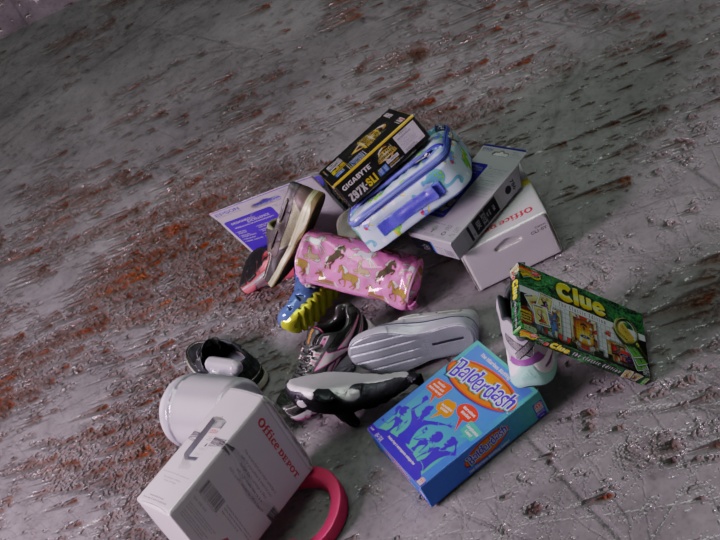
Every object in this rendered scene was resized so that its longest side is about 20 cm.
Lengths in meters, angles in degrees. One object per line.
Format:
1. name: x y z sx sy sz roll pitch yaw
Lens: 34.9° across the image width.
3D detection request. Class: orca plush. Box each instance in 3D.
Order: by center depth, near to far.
1. orca plush: -0.005 0.183 1.627 0.197 0.072 0.105 -10 17 2

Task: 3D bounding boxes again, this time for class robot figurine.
1. robot figurine: -0.219 0.213 1.698 0.198 0.113 0.172 2 71 37

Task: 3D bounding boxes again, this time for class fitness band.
1. fitness band: -0.110 0.333 1.541 0.198 0.038 0.145 -13 36 23

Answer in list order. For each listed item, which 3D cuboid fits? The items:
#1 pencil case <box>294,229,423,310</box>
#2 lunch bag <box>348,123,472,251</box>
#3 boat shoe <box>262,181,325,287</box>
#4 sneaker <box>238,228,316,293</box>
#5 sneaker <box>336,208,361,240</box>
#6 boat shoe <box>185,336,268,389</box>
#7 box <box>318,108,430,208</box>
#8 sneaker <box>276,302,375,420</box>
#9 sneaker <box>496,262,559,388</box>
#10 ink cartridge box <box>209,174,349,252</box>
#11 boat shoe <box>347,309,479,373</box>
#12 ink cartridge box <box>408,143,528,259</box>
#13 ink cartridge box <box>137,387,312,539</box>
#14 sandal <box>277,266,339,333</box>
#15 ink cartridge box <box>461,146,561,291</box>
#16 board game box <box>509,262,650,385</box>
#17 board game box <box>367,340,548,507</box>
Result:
1. pencil case: 0.000 0.000 1.754 0.197 0.088 0.083 13 25 11
2. lunch bag: 0.075 -0.124 1.713 0.199 0.083 0.161 -36 17 21
3. boat shoe: -0.116 -0.060 1.803 0.066 0.202 0.072 35 40 7
4. sneaker: -0.131 -0.007 1.940 0.200 0.086 0.074 -37 31 36
5. sneaker: 0.055 -0.101 1.873 0.199 0.084 0.076 -28 65 33
6. boat shoe: -0.227 0.139 1.833 0.074 0.066 0.199 -44 37 -17
7. box: 0.017 -0.175 1.754 0.160 0.049 0.200 -43 13 2
8. sneaker: -0.063 0.127 1.707 0.080 0.087 0.200 11 54 46
9. sneaker: 0.222 0.051 1.507 0.077 0.142 0.200 -11 18 11
10. ink cartridge box: -0.125 -0.097 1.931 0.196 0.200 0.044 -18 60 17
11. boat shoe: 0.081 0.100 1.662 0.197 0.074 0.067 -8 22 20
12. ink cartridge box: 0.168 -0.106 1.712 0.200 0.039 0.099 -49 36 -18
13. ink cartridge box: -0.173 0.277 1.497 0.084 0.146 0.200 8 48 46
14. sandal: -0.075 0.018 1.837 0.087 0.080 0.200 32 54 14
15. ink cartridge box: 0.207 -0.081 1.759 0.144 0.084 0.201 -27 35 9
16. board game box: 0.277 0.067 1.441 0.024 0.198 0.106 -50 27 41
17. board game box: 0.126 0.198 1.516 0.199 0.045 0.152 -37 35 -10
